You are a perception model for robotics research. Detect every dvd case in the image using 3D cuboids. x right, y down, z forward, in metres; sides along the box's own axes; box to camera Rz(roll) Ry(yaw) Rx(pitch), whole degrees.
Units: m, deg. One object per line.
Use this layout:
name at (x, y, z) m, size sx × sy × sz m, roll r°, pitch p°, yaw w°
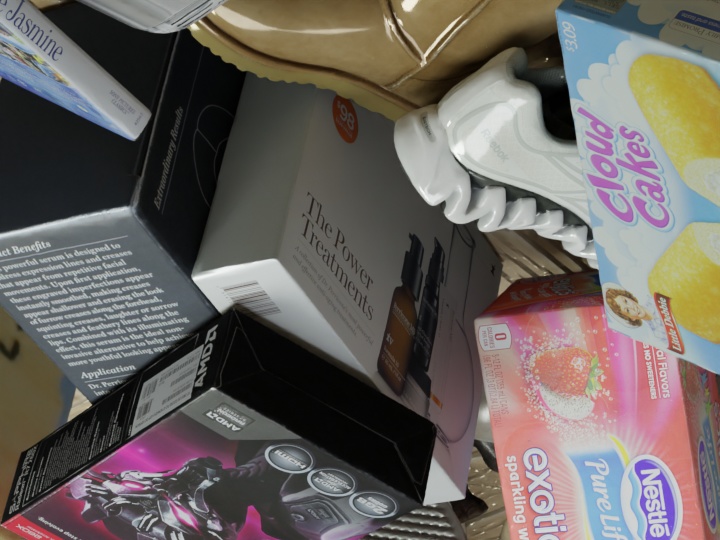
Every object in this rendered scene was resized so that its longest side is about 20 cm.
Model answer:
dvd case at (-0.187, -0.127, 1.004) m, size 0.143 × 0.018 × 0.200 m, roll 27°, pitch 171°, yaw 37°

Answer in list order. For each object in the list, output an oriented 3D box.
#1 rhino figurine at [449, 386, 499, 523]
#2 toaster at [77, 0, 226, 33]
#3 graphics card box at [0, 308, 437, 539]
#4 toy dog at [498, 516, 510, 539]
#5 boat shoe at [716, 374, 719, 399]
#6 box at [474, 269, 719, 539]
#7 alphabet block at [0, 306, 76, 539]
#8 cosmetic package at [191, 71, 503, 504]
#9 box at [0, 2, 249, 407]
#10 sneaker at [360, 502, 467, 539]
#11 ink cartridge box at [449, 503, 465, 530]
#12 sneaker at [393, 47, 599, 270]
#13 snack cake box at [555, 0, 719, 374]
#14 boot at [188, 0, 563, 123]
rhino figurine at (0.101, 0.060, 1.306) m, size 0.200 × 0.060 × 0.088 m, roll -36°, pitch 79°, yaw 43°
toaster at (-0.087, -0.180, 0.983) m, size 0.200 × 0.114 × 0.129 m, roll -38°, pitch 138°, yaw 24°
graphics card box at (-0.071, 0.101, 1.178) m, size 0.125 × 0.051 × 0.200 m, roll 32°, pitch 139°, yaw -24°
toy dog at (0.160, 0.140, 1.370) m, size 0.132 × 0.096 × 0.200 m, roll 21°, pitch -171°, yaw 12°
boat shoe at (0.237, 0.042, 1.253) m, size 0.073 × 0.067 × 0.200 m, roll 16°, pitch 143°, yaw -6°
box at (0.129, 0.104, 1.211) m, size 0.102 × 0.095 × 0.200 m, roll -6°, pitch 100°, yaw 17°
alphabet block at (-0.290, 0.053, 1.305) m, size 0.196 × 0.196 × 0.200 m, roll -20°, pitch 132°, yaw 32°
cosmetic package at (0.000, 0.000, 1.193) m, size 0.052 × 0.151 × 0.200 m, roll -12°, pitch 138°, yaw 26°
box at (-0.091, -0.017, 1.196) m, size 0.107 × 0.149 × 0.200 m, roll -11°, pitch 137°, yaw 26°
sneaker at (0.020, 0.154, 1.368) m, size 0.074 × 0.200 × 0.082 m, roll -22°, pitch 141°, yaw -2°
ink cartridge box at (-0.035, 0.185, 1.497) m, size 0.200 × 0.084 × 0.145 m, roll 4°, pitch 143°, yaw 9°
sneaker at (0.112, -0.051, 1.136) m, size 0.200 × 0.075 × 0.081 m, roll 13°, pitch 132°, yaw -41°
snack cake box at (0.158, -0.042, 1.039) m, size 0.115 × 0.067 × 0.200 m, roll 21°, pitch 146°, yaw 31°
boot at (0.034, -0.149, 1.067) m, size 0.175 × 0.066 × 0.200 m, roll 18°, pitch 145°, yaw -29°
